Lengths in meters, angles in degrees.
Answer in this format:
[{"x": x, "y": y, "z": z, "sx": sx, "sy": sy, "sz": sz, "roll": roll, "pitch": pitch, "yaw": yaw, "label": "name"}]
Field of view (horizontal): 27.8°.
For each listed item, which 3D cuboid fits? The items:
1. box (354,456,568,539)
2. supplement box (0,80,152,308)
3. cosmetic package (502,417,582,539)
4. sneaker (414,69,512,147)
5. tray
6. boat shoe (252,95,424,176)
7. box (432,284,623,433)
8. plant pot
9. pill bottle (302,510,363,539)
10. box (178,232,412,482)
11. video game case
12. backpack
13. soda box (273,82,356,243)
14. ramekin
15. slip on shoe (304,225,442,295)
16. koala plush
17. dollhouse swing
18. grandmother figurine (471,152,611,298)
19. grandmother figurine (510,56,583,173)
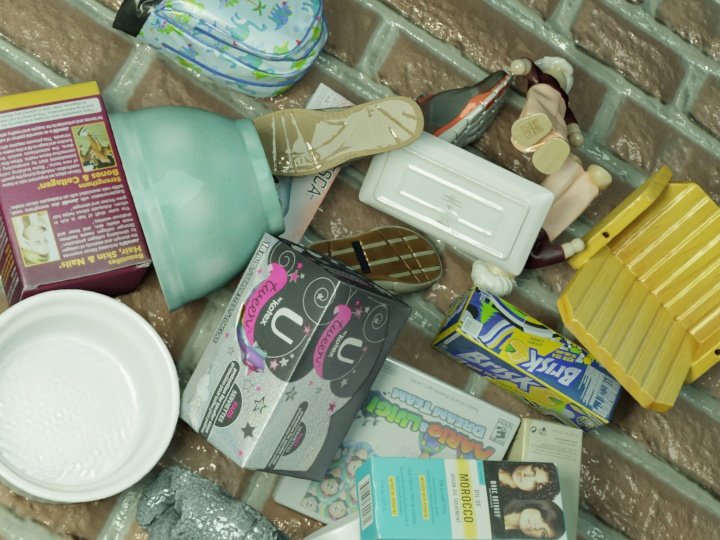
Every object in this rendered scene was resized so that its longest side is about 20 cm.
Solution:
[{"x": 0.097, "y": 0.228, "z": 1.403, "sx": 0.199, "sy": 0.049, "sz": 0.083, "roll": 4, "pitch": 64, "yaw": -21, "label": "box"}, {"x": -0.302, "y": -0.070, "z": 1.440, "sx": 0.131, "sy": 0.103, "sz": 0.201, "roll": -12, "pitch": 77, "yaw": -24, "label": "supplement box"}, {"x": 0.173, "y": 0.264, "z": 1.510, "sx": 0.073, "sy": 0.104, "sz": 0.201, "roll": 13, "pitch": 67, "yaw": -15, "label": "cosmetic package"}, {"x": 0.097, "y": -0.182, "z": 1.646, "sx": 0.082, "sy": 0.077, "sz": 0.200, "roll": 37, "pitch": 52, "yaw": 16, "label": "sneaker"}, {"x": 0.099, "y": -0.077, "z": 1.568, "sx": 0.200, "sy": 0.108, "sz": 0.022, "roll": 26, "pitch": 28, "yaw": 9, "label": "tray"}, {"x": -0.034, "y": -0.137, "z": 1.515, "sx": 0.199, "sy": 0.065, "sz": 0.072, "roll": -13, "pitch": 86, "yaw": -4, "label": "boat shoe"}, {"x": 0.184, "y": 0.099, "z": 1.586, "sx": 0.200, "sy": 0.070, "sz": 0.064, "roll": 32, "pitch": 64, "yaw": -8, "label": "box"}, {"x": -0.152, "y": -0.074, "z": 1.416, "sx": 0.134, "sy": 0.200, "sz": 0.201, "roll": -17, "pitch": 79, "yaw": -7, "label": "plant pot"}, {"x": 0.023, "y": 0.337, "z": 1.419, "sx": 0.109, "sy": 0.110, "sz": 0.200, "roll": -22, "pitch": 86, "yaw": -25, "label": "pill bottle"}, {"x": -0.064, "y": 0.087, "z": 1.400, "sx": 0.132, "sy": 0.115, "sz": 0.200, "roll": 21, "pitch": 98, "yaw": -53, "label": "box"}, {"x": 0.038, "y": 0.191, "z": 1.483, "sx": 0.200, "sy": 0.024, "sz": 0.182, "roll": 25, "pitch": 93, "yaw": -11, "label": "video game case"}, {"x": -0.134, "y": -0.274, "z": 1.562, "sx": 0.200, "sy": 0.154, "sz": 0.163, "roll": 41, "pitch": 56, "yaw": -18, "label": "backpack"}, {"x": -0.067, "y": -0.100, "z": 1.561, "sx": 0.068, "sy": 0.064, "sz": 0.200, "roll": 32, "pitch": 64, "yaw": -8, "label": "soda box"}, {"x": -0.280, "y": 0.127, "z": 1.386, "sx": 0.200, "sy": 0.098, "sz": 0.201, "roll": 6, "pitch": 71, "yaw": -18, "label": "ramekin"}, {"x": 0.000, "y": 0.000, "z": 1.558, "sx": 0.200, "sy": 0.061, "sz": 0.076, "roll": -10, "pitch": 75, "yaw": -42, "label": "slip on shoe"}, {"x": -0.161, "y": 0.305, "z": 1.345, "sx": 0.177, "sy": 0.184, "sz": 0.200, "roll": 37, "pitch": 76, "yaw": -6, "label": "koala plush"}, {"x": 0.341, "y": 0.023, "z": 1.605, "sx": 0.200, "sy": 0.182, "sz": 0.176, "roll": 46, "pitch": 20, "yaw": -1, "label": "dollhouse swing"}, {"x": 0.191, "y": -0.047, "z": 1.634, "sx": 0.121, "sy": 0.061, "sz": 0.200, "roll": 25, "pitch": 65, "yaw": 35, "label": "grandmother figurine"}, {"x": 0.208, "y": -0.190, "z": 1.645, "sx": 0.121, "sy": 0.060, "sz": 0.200, "roll": 59, "pitch": 24, "yaw": -20, "label": "grandmother figurine"}]
